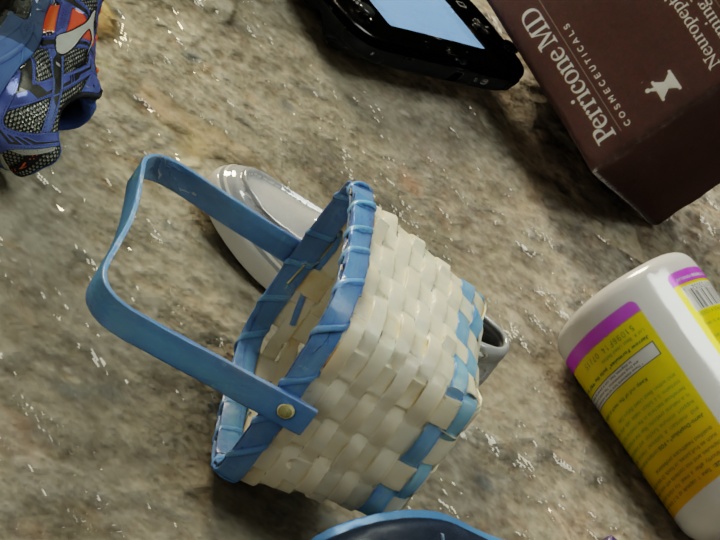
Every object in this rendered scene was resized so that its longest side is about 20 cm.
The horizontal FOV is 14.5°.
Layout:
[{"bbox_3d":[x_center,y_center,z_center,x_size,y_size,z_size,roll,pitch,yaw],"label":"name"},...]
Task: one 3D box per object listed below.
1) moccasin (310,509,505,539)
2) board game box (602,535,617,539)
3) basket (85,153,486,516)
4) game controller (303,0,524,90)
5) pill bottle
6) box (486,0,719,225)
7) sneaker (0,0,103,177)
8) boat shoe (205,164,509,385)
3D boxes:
[{"bbox_3d":[0.043,0.168,1.434,0.200,0.080,0.068,12,47,-48],"label":"moccasin"},{"bbox_3d":[0.170,0.261,1.522,0.165,0.057,0.200,41,28,-16],"label":"board game box"},{"bbox_3d":[-0.040,0.028,1.429,0.200,0.139,0.177,35,25,-10],"label":"basket"},{"bbox_3d":[0.031,-0.171,1.903,0.200,0.042,0.105,8,47,-53],"label":"game controller"},{"bbox_3d":[0.216,0.095,1.754,0.200,0.104,0.104,56,28,16],"label":"pill bottle"},{"bbox_3d":[0.226,-0.166,1.966,0.166,0.200,0.164,60,12,21],"label":"box"},{"bbox_3d":[-0.172,-0.112,1.511,0.079,0.075,0.200,50,34,-16],"label":"sneaker"},{"bbox_3d":[0.000,0.000,1.601,0.200,0.068,0.072,43,27,-10],"label":"boat shoe"}]
